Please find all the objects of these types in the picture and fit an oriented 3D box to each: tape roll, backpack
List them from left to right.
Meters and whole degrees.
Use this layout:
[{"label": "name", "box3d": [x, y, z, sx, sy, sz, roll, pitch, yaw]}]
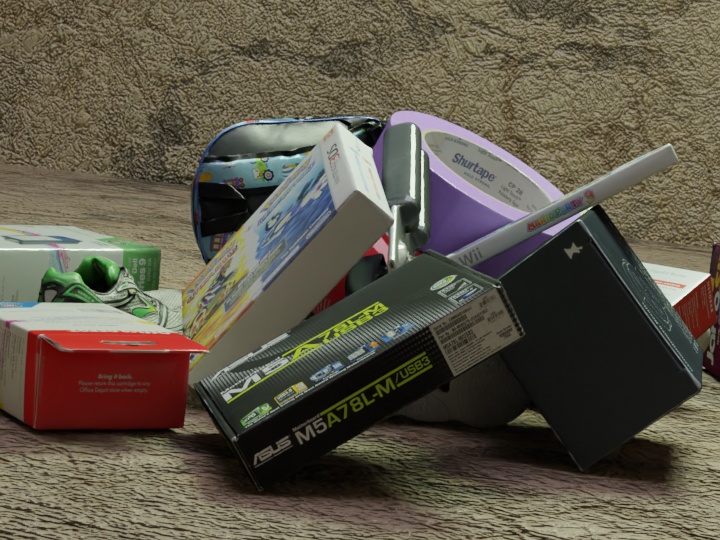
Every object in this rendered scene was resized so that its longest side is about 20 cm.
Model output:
[{"label": "backpack", "box3d": [-0.074, -0.054, 1.827, 0.198, 0.185, 0.134, -4, -1, -26]}, {"label": "tape roll", "box3d": [0.098, -0.059, 1.696, 0.199, 0.066, 0.200, 27, 18, -10]}]

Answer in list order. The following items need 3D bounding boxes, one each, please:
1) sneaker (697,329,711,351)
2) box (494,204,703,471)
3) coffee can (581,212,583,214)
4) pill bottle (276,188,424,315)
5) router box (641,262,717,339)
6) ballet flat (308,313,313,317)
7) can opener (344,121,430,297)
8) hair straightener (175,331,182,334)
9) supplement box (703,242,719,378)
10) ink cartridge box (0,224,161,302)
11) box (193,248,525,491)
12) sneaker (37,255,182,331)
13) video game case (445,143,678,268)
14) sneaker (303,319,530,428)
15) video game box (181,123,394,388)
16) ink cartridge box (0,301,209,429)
[{"label": "sneaker", "box3d": [0.243, 0.075, 1.794, 0.198, 0.071, 0.093, 1, 16, -17]}, {"label": "box", "box3d": [0.172, 0.045, 1.446, 0.107, 0.149, 0.200, -36, -3, 11]}, {"label": "coffee can", "box3d": [0.140, -0.002, 2.001, 0.198, 0.148, 0.146, 5, 6, -16]}, {"label": "pill bottle", "box3d": [0.000, 0.000, 1.675, 0.112, 0.113, 0.200, 1, 34, -40]}, {"label": "router box", "box3d": [0.181, 0.048, 1.699, 0.199, 0.049, 0.179, 11, 33, 42]}, {"label": "ballet flat", "box3d": [-0.029, 0.027, 2.038, 0.198, 0.047, 0.067, 2, 8, -32]}, {"label": "can opener", "box3d": [0.019, -0.040, 1.524, 0.066, 0.054, 0.201, -12, 37, 11]}, {"label": "hair straightener", "box3d": [-0.121, 0.070, 1.630, 0.198, 0.041, 0.077, -3, 9, -31]}, {"label": "supplement box", "box3d": [0.402, 0.048, 1.859, 0.102, 0.132, 0.200, 5, 5, -4]}, {"label": "ink cartridge box", "box3d": [-0.302, 0.010, 1.755, 0.199, 0.088, 0.145, -2, 10, -42]}, {"label": "box", "box3d": [-0.006, 0.060, 1.289, 0.199, 0.048, 0.193, -30, 14, -6]}, {"label": "sneaker", "box3d": [-0.202, 0.031, 1.652, 0.077, 0.086, 0.200, 8, 6, 26]}, {"label": "video game case", "box3d": [0.142, -0.040, 1.524, 0.199, 0.018, 0.143, -27, 0, -10]}, {"label": "sneaker", "box3d": [0.034, 0.060, 1.515, 0.198, 0.076, 0.114, 11, 27, -7]}, {"label": "video game box", "box3d": [-0.062, -0.009, 1.516, 0.047, 0.200, 0.182, 40, 11, -15]}, {"label": "ink cartridge box", "box3d": [-0.198, 0.069, 1.376, 0.115, 0.068, 0.200, 2, 7, -29]}]
